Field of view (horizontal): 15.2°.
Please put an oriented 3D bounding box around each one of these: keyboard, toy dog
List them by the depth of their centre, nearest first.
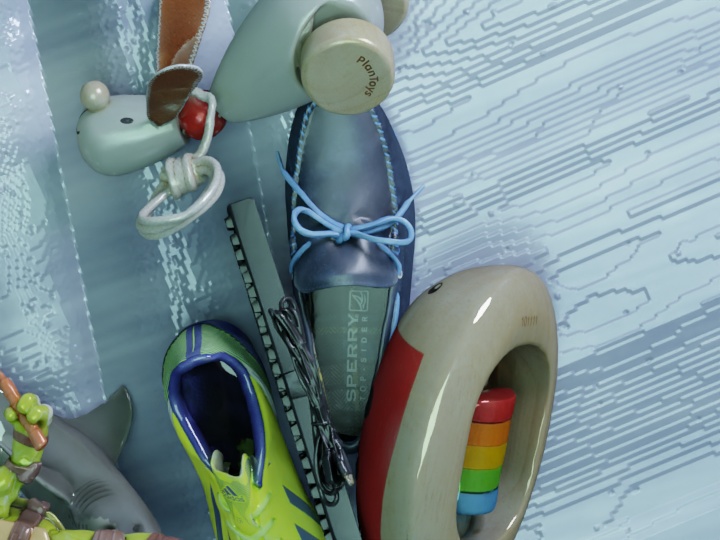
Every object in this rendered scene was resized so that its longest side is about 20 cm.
[{"bbox_3d":[-0.068,-0.119,1.408,0.199,0.132,0.097,-32,120,0],"label":"toy dog"},{"bbox_3d":[-0.035,0.060,1.417,0.020,0.127,0.201,-18,90,-9],"label":"keyboard"}]

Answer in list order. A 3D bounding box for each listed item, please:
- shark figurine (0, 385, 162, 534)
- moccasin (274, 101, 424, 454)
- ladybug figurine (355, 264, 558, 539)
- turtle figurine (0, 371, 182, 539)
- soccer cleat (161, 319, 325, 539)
[{"bbox_3d":[-0.172,0.077,1.474,0.089,0.128,0.215,-41,89,-20],"label":"shark figurine"},{"bbox_3d":[0.000,0.000,1.445,0.080,0.068,0.202,-7,101,5],"label":"moccasin"},{"bbox_3d":[0.046,0.090,1.437,0.072,0.135,0.202,18,102,30],"label":"ladybug figurine"},{"bbox_3d":[-0.174,0.160,1.395,0.160,0.064,0.201,21,92,7],"label":"turtle figurine"},{"bbox_3d":[-0.059,0.125,1.465,0.064,0.084,0.201,-20,99,7],"label":"soccer cleat"}]
